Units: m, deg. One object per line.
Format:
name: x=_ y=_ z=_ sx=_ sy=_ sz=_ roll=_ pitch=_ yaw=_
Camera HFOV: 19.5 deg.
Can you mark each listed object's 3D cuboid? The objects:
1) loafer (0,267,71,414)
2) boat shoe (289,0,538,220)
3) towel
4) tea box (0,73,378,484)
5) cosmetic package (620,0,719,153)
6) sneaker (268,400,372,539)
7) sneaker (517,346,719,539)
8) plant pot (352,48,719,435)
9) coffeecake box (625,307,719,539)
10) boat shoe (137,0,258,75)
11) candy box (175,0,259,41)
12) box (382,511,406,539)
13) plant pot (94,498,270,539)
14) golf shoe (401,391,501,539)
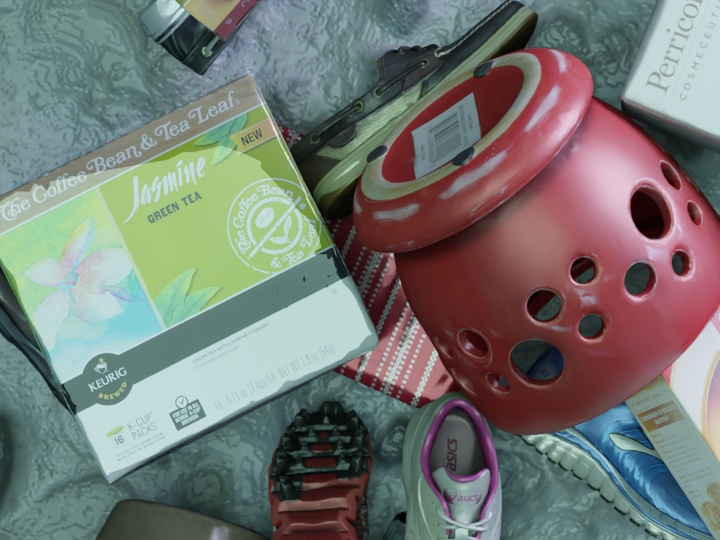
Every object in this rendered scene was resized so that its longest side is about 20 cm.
loafer: x=-0.220 y=0.033 z=1.471 sx=0.063 sy=0.072 sz=0.200 roll=-41 pitch=93 yaw=-13
boat shoe: x=0.034 y=-0.122 z=1.419 sx=0.200 sy=0.073 sz=0.065 roll=-42 pitch=77 yaw=-8
towel: x=0.000 y=0.000 z=1.459 sx=0.199 sy=0.022 sz=0.146 roll=24 pitch=94 yaw=6
tea box: x=-0.118 y=0.007 z=1.381 sx=0.199 sy=0.134 sz=0.198 roll=-27 pitch=88 yaw=-4
cosmetic package: x=0.287 y=-0.145 z=1.347 sx=0.199 sy=0.166 sz=0.169 roll=22 pitch=95 yaw=7
sneaker: x=-0.026 y=0.183 z=1.412 sx=0.070 sy=0.201 sz=0.098 roll=-2 pitch=135 yaw=4
sneaker: x=0.194 y=0.119 z=1.412 sx=0.199 sy=0.079 sz=0.089 roll=35 pitch=98 yaw=5
plant pot: x=0.111 y=-0.028 z=1.325 sx=0.200 sy=0.201 sz=0.183 roll=-35 pitch=112 yaw=7
coffeecake box: x=0.278 y=0.097 z=1.373 sx=0.153 sy=0.073 sz=0.201 roll=-33 pitch=88 yaw=-22
boat shoe: x=-0.064 y=-0.219 z=1.442 sx=0.200 sy=0.072 sz=0.071 roll=-44 pitch=104 yaw=10
candy box: x=-0.117 y=-0.259 z=1.399 sx=0.117 sy=0.056 sz=0.200 roll=-48 pitch=56 yaw=6
box: x=0.082 y=0.280 z=1.446 sx=0.199 sy=0.046 sz=0.160 roll=25 pitch=94 yaw=5
plant pot: x=-0.131 y=0.253 z=1.413 sx=0.199 sy=0.200 sz=0.176 roll=14 pitch=77 yaw=6
golf shoe: x=0.060 y=0.176 z=1.381 sx=0.075 sy=0.092 sz=0.202 roll=-2 pitch=74 yaw=-5
